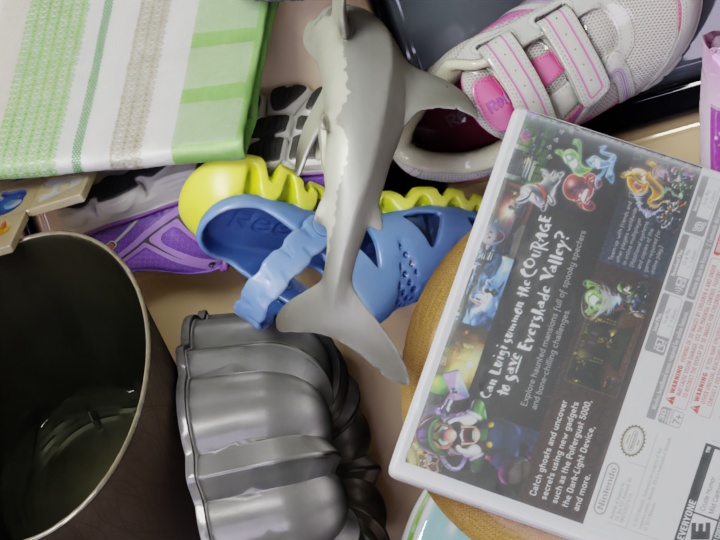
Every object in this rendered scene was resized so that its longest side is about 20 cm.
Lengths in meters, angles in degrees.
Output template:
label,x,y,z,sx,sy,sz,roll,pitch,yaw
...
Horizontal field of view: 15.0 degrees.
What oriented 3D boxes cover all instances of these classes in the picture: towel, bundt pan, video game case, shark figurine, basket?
label,x,y,z,sx,sy,sz,roll,pitch,yaw
towel,-0.145,-0.108,1.501,0.199,0.150,0.031,-3,144,17
bundt pan,-0.035,0.112,1.498,0.075,0.202,0.203,-14,102,9
video game case,0.131,0.038,1.375,0.181,0.023,0.201,19,81,8
shark figurine,0.014,-0.063,1.387,0.089,0.216,0.128,7,149,-11
basket,-0.145,0.107,1.486,0.135,0.181,0.200,-2,150,17

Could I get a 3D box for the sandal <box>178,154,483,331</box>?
label,x,y,z,sx,sy,sz,roll,pitch,yaw
sandal,0.000,0.000,1.473,0.199,0.087,0.080,6,140,-17

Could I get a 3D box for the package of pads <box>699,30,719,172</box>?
label,x,y,z,sx,sy,sz,roll,pitch,yaw
package of pads,0.237,-0.027,1.430,0.120,0.076,0.201,3,107,15

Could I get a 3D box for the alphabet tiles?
label,x,y,z,sx,sy,sz,roll,pitch,yaw
alphabet tiles,-0.227,-0.042,1.525,0.199,0.167,0.006,-15,120,21

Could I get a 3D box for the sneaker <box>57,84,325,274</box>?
label,x,y,z,sx,sy,sz,roll,pitch,yaw
sneaker,-0.070,-0.043,1.535,0.199,0.081,0.084,-15,123,24

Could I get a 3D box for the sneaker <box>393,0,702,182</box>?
label,x,y,z,sx,sy,sz,roll,pitch,yaw
sneaker,0.094,-0.101,1.445,0.200,0.088,0.082,-36,93,23

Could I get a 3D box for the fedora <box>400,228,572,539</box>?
label,x,y,z,sx,sy,sz,roll,pitch,yaw
fedora,0.116,0.061,1.428,0.199,0.082,0.202,-2,78,7

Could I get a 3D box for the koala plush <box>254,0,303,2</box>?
label,x,y,z,sx,sy,sz,roll,pitch,yaw
koala plush,0.023,-0.223,1.391,0.199,0.177,0.185,14,86,16

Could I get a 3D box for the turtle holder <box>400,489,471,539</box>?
label,x,y,z,sx,sy,sz,roll,pitch,yaw
turtle holder,0.101,0.163,1.490,0.185,0.140,0.133,-6,82,54
